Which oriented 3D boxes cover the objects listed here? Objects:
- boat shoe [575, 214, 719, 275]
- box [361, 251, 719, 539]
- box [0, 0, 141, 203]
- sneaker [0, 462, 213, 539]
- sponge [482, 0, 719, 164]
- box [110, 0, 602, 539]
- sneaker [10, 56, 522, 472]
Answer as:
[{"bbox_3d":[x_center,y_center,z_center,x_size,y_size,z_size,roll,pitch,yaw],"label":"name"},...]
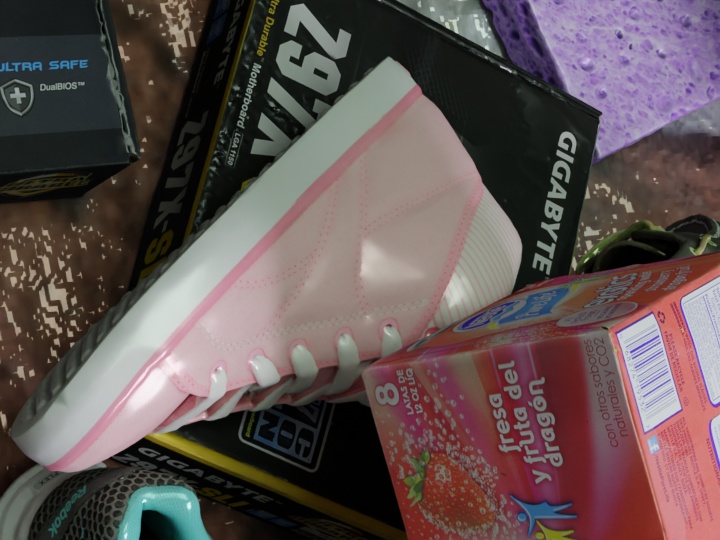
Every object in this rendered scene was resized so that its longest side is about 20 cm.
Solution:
[{"bbox_3d":[0.113,0.013,0.820,0.060,0.072,0.202,50,22,-6],"label":"boat shoe"},{"bbox_3d":[0.089,0.104,0.678,0.103,0.094,0.201,-25,101,-50],"label":"box"},{"bbox_3d":[-0.187,-0.117,0.721,0.199,0.050,0.199,-6,81,-35],"label":"box"},{"bbox_3d":[-0.053,0.151,0.701,0.077,0.091,0.201,-29,93,-33],"label":"sneaker"},{"bbox_3d":[0.089,-0.151,0.918,0.111,0.030,0.201,-25,90,-35],"label":"sponge"},{"bbox_3d":[0.000,0.000,0.806,0.159,0.049,0.201,25,64,-23],"label":"box"},{"bbox_3d":[-0.017,0.021,0.714,0.105,0.075,0.200,50,53,-6],"label":"sneaker"}]
